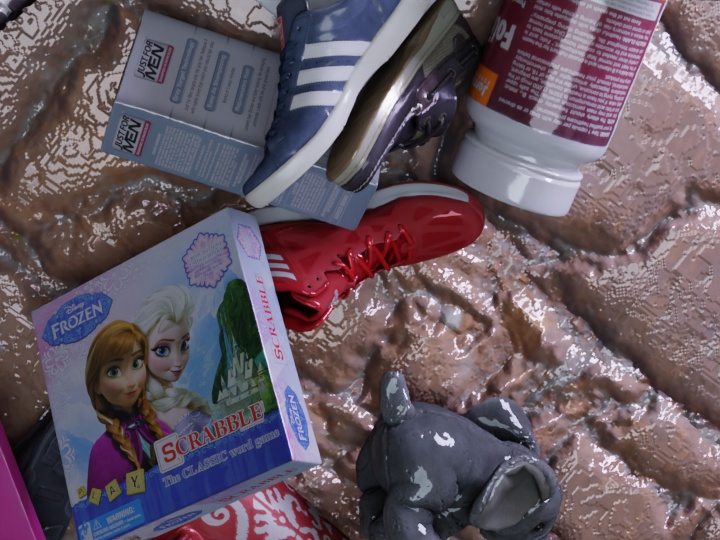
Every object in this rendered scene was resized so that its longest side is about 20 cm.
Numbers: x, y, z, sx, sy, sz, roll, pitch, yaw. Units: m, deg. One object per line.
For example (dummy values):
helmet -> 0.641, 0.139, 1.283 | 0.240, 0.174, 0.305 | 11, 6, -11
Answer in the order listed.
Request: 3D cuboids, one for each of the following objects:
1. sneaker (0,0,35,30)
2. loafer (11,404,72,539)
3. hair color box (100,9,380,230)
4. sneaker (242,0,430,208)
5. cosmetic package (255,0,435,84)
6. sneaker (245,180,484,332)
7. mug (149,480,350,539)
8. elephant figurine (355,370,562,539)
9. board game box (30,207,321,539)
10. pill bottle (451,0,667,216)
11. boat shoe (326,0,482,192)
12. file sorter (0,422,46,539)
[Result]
sneaker -> -0.264, -0.256, 1.203 | 0.200, 0.076, 0.116 | -45, 100, -1
loafer -> -0.267, 0.178, 1.343 | 0.072, 0.063, 0.200 | 29, 108, -27
hair color box -> -0.083, -0.112, 1.233 | 0.200, 0.099, 0.061 | 18, 141, -9
sneaker -> -0.038, -0.140, 1.154 | 0.084, 0.075, 0.200 | 36, 80, -10
cosmetic package -> -0.042, -0.242, 1.212 | 0.200, 0.081, 0.113 | 40, 100, -13
sneaker -> 0.000, 0.000, 1.263 | 0.200, 0.116, 0.078 | -10, 130, 6
mug -> -0.100, 0.235, 1.316 | 0.200, 0.178, 0.133 | 41, 134, -19
elephant figurine -> 0.104, 0.172, 1.340 | 0.200, 0.155, 0.142 | -1, 64, -15
board game box -> -0.142, 0.084, 1.223 | 0.200, 0.041, 0.200 | -27, 67, 24
pill bottle -> 0.147, -0.150, 1.235 | 0.114, 0.114, 0.200 | 18, 105, -9
boat shoe -> 0.039, -0.124, 1.207 | 0.065, 0.200, 0.072 | 39, 139, -13
file sorter -> -0.369, 0.203, 1.263 | 0.200, 0.125, 0.139 | -14, 101, 23
